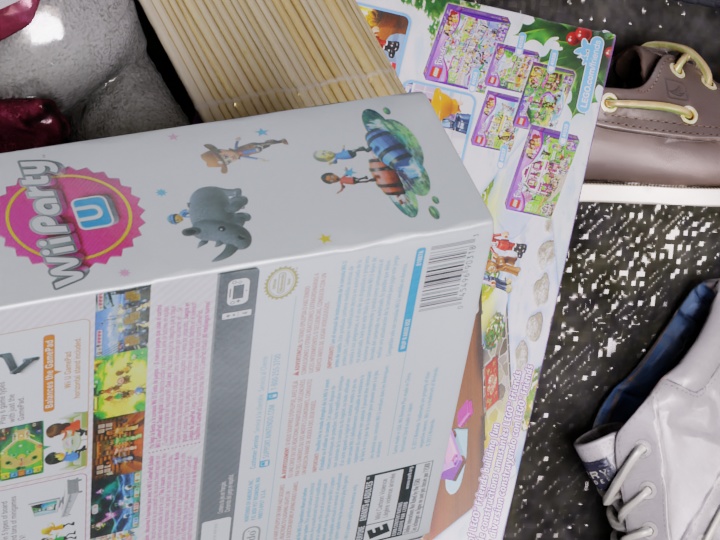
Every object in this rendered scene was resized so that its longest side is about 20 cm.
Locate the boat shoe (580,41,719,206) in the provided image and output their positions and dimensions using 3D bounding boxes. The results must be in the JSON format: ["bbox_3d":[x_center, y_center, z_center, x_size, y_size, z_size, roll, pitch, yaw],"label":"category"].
[{"bbox_3d":[0.102,-0.056,0.849,0.199,0.072,0.060,-3,101,-15],"label":"boat shoe"}]

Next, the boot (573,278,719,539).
[{"bbox_3d":[0.115,0.101,0.881,0.095,0.074,0.200,38,75,-15],"label":"boot"}]

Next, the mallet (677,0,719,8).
[{"bbox_3d":[0.053,-0.127,0.774,0.041,0.199,0.066,6,93,-66],"label":"mallet"}]

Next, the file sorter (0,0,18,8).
[{"bbox_3d":[-0.148,-0.170,0.565,0.138,0.125,0.201,-22,69,13],"label":"file sorter"}]

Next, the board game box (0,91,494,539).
[{"bbox_3d":[-0.073,0.033,0.640,0.199,0.064,0.148,-11,138,-19],"label":"board game box"}]

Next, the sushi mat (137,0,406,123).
[{"bbox_3d":[-0.039,-0.096,0.733,0.096,0.012,0.200,-19,76,-45],"label":"sushi mat"}]

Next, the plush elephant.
[{"bbox_3d":[-0.150,-0.070,0.688,0.154,0.200,0.165,-27,134,-14],"label":"plush elephant"}]

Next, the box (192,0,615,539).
[{"bbox_3d":[0.000,0.000,0.770,0.136,0.039,0.201,14,79,1],"label":"box"}]
